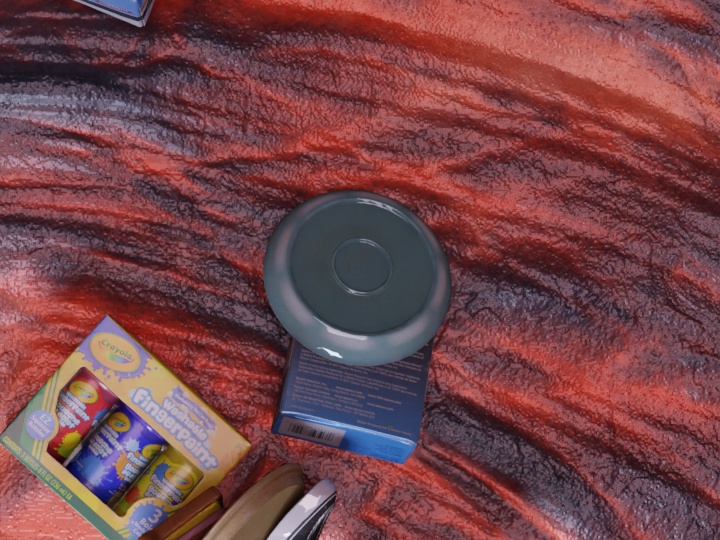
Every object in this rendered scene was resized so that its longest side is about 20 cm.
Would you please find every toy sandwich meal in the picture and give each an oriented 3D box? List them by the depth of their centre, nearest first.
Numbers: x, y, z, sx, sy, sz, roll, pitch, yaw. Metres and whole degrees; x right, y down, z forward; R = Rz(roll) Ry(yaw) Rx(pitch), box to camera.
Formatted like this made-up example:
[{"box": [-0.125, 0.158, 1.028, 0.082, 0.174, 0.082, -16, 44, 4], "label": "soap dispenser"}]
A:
[{"box": [-0.139, 0.256, 1.540, 0.070, 0.205, 0.205, 39, 84, 17], "label": "toy sandwich meal"}]

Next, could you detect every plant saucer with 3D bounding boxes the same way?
[{"box": [0.000, 0.000, 1.595, 0.198, 0.027, 0.202, 5, 62, -10], "label": "plant saucer"}]

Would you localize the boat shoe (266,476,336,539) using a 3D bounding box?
[{"box": [-0.069, 0.298, 1.556, 0.068, 0.074, 0.200, 37, 103, 11], "label": "boat shoe"}]

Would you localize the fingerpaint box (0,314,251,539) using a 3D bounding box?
[{"box": [-0.237, 0.172, 1.579, 0.200, 0.073, 0.167, 43, 84, -3], "label": "fingerpaint box"}]

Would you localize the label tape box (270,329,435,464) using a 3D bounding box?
[{"box": [-0.001, 0.083, 1.604, 0.143, 0.063, 0.202, 14, 61, -5], "label": "label tape box"}]

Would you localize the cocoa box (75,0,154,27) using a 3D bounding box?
[{"box": [-0.289, -0.351, 1.568, 0.198, 0.131, 0.135, 22, 86, -5], "label": "cocoa box"}]
